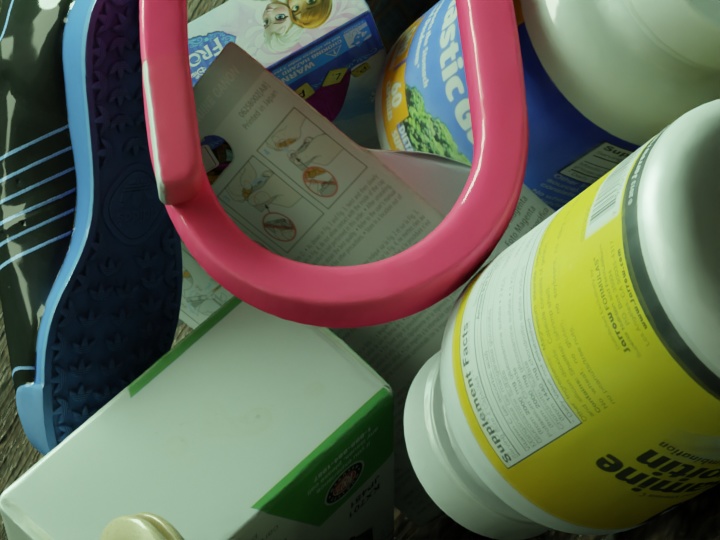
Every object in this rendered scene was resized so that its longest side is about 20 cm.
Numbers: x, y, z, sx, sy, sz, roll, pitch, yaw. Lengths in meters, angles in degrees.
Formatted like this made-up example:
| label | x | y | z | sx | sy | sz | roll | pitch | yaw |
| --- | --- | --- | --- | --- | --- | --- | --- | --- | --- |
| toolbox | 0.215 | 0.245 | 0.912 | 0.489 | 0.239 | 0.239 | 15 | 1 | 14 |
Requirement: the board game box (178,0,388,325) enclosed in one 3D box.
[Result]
| label | x | y | z | sx | sy | sz | roll | pitch | yaw |
| --- | --- | --- | --- | --- | --- | --- | --- | --- | --- |
| board game box | -0.072 | -0.043 | 1.137 | 0.199 | 0.200 | 0.041 | -30 | 69 | 1 |

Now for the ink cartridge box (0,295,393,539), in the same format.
| label | x | y | z | sx | sy | sz | roll | pitch | yaw |
| --- | --- | --- | --- | --- | --- | --- | --- | --- | --- |
| ink cartridge box | -0.060 | 0.122 | 1.042 | 0.146 | 0.083 | 0.201 | -42 | -25 | -23 |

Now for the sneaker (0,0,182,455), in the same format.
| label | x | y | z | sx | sy | sz | roll | pitch | yaw |
| --- | --- | --- | --- | --- | --- | --- | --- | --- | --- |
| sneaker | -0.118 | -0.024 | 1.008 | 0.078 | 0.070 | 0.202 | 15 | 101 | 45 |

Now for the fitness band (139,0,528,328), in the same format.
| label | x | y | z | sx | sy | sz | roll | pitch | yaw |
| --- | --- | --- | --- | --- | --- | --- | --- | --- | --- |
| fitness band | -0.011 | -0.076 | 0.941 | 0.037 | 0.142 | 0.202 | 104 | 162 | -68 |

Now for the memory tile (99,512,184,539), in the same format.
| label | x | y | z | sx | sy | sz | roll | pitch | yaw |
| --- | --- | --- | --- | --- | --- | --- | --- | --- | --- |
| memory tile | -0.087 | 0.187 | 0.921 | 0.200 | 0.017 | 0.154 | -46 | 68 | 47 |

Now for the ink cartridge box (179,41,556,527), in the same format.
| label | x | y | z | sx | sy | sz | roll | pitch | yaw |
| --- | --- | --- | --- | --- | --- | --- | --- | --- | --- |
| ink cartridge box | 0.000 | 0.000 | 1.041 | 0.057 | 0.200 | 0.163 | -49 | 3 | -42 |

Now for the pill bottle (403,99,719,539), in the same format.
| label | x | y | z | sx | sy | sz | roll | pitch | yaw |
| --- | --- | --- | --- | --- | --- | --- | --- | --- | --- |
| pill bottle | 0.097 | 0.028 | 0.887 | 0.200 | 0.111 | 0.113 | -40 | 34 | 54 |

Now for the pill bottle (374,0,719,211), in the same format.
| label | x | y | z | sx | sy | sz | roll | pitch | yaw |
| --- | --- | --- | --- | --- | --- | --- | --- | --- | --- |
| pill bottle | 0.096 | -0.090 | 1.008 | 0.200 | 0.111 | 0.113 | -36 | 38 | 57 |

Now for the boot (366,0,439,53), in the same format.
| label | x | y | z | sx | sy | sz | roll | pitch | yaw |
| --- | --- | --- | --- | --- | --- | --- | --- | --- | --- |
| boot | 0.028 | -0.171 | 1.245 | 0.097 | 0.075 | 0.200 | 25 | 72 | 47 |
